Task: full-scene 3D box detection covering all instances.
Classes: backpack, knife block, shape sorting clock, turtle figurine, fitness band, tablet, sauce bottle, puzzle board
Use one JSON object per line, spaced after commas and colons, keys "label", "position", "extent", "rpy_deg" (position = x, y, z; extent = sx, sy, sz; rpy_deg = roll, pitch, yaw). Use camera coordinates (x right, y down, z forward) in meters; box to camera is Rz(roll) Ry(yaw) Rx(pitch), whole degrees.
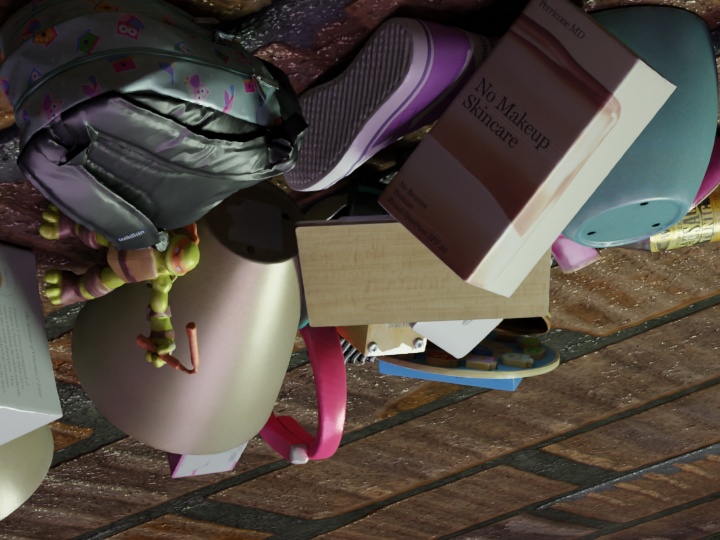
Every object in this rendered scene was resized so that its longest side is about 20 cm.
{"label": "backpack", "position": [-0.152, -0.107, 1.342], "extent": [0.167, 0.127, 0.200], "rpy_deg": [-35, 152, 23]}
{"label": "knife block", "position": [0.000, 0.000, 1.843], "extent": [0.064, 0.175, 0.201], "rpy_deg": [-4, 113, -27]}
{"label": "shape sorting clock", "position": [0.100, 0.077, 2.008], "extent": [0.198, 0.040, 0.200], "rpy_deg": [3, -165, -1]}
{"label": "turtle figurine", "position": [-0.179, -0.022, 1.566], "extent": [0.161, 0.201, 0.064], "rpy_deg": [2, -160, 40]}
{"label": "fitness band", "position": [-0.063, 0.097, 1.871], "extent": [0.037, 0.145, 0.200], "rpy_deg": [-2, -167, -22]}
{"label": "tablet", "position": [0.112, 0.020, 1.813], "extent": [0.130, 0.014, 0.200], "rpy_deg": [-46, 161, 3]}
{"label": "sauce bottle", "position": [0.277, -0.049, 1.854], "extent": [0.199, 0.066, 0.066], "rpy_deg": [-12, 160, -8]}
{"label": "puzzle board", "position": [0.052, -0.004, 1.600], "extent": [0.198, 0.017, 0.151], "rpy_deg": [-3, 148, 2]}

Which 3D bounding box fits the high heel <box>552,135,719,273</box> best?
{"label": "high heel", "position": [0.235, -0.085, 1.777], "extent": [0.199, 0.067, 0.096], "rpy_deg": [-30, 115, 14]}

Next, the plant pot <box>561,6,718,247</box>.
{"label": "plant pot", "position": [0.195, -0.098, 1.569], "extent": [0.199, 0.136, 0.200], "rpy_deg": [-12, 160, -4]}

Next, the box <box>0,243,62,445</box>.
{"label": "box", "position": [-0.353, 0.055, 1.610], "extent": [0.106, 0.153, 0.200], "rpy_deg": [-25, 157, 28]}

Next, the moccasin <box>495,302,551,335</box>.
{"label": "moccasin", "position": [0.118, 0.031, 1.947], "extent": [0.073, 0.078, 0.201], "rpy_deg": [-28, 155, 27]}

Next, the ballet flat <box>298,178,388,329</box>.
{"label": "ballet flat", "position": [-0.036, -0.020, 1.743], "extent": [0.068, 0.068, 0.200], "rpy_deg": [23, 134, -24]}

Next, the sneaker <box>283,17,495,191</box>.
{"label": "sneaker", "position": [0.027, -0.116, 1.512], "extent": [0.114, 0.073, 0.200], "rpy_deg": [-1, 157, -39]}

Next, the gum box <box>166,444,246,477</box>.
{"label": "gum box", "position": [-0.149, 0.116, 1.959], "extent": [0.066, 0.114, 0.200], "rpy_deg": [-6, 159, -17]}

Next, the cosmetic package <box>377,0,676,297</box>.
{"label": "cosmetic package", "position": [0.119, -0.092, 1.452], "extent": [0.200, 0.103, 0.087], "rpy_deg": [-53, 154, 10]}

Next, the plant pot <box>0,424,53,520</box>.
{"label": "plant pot", "position": [-0.387, 0.128, 1.785], "extent": [0.199, 0.201, 0.135], "rpy_deg": [-13, 124, 0]}

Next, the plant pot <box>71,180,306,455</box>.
{"label": "plant pot", "position": [-0.120, 0.020, 1.663], "extent": [0.186, 0.188, 0.200], "rpy_deg": [-1, 143, -31]}

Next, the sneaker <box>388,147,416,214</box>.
{"label": "sneaker", "position": [0.096, -0.049, 1.682], "extent": [0.199, 0.105, 0.060], "rpy_deg": [-1, 157, -30]}
